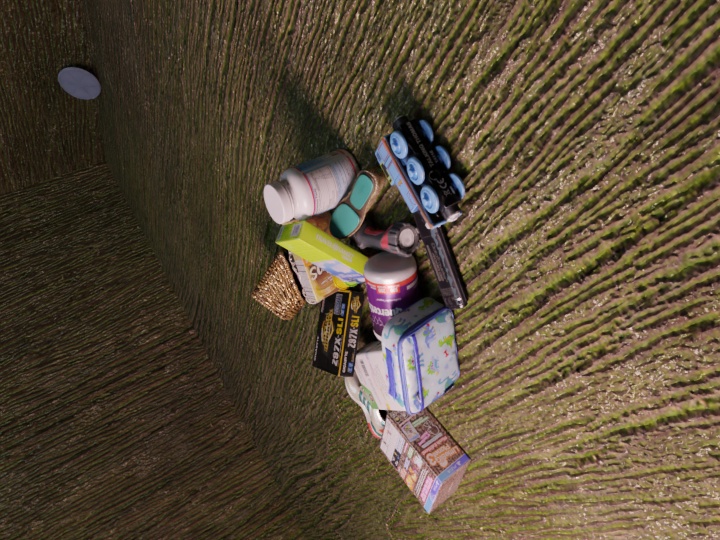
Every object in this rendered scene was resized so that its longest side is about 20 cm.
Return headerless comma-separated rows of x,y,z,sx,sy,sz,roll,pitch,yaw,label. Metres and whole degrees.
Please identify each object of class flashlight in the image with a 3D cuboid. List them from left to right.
0.045,-0.075,1.199,0.198,0.066,0.071,21,122,59,flashlight

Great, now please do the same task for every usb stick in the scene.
0.150,-0.026,1.084,0.055,0.032,0.206,-11,101,53,usb stick

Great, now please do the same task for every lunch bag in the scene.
0.119,0.173,1.157,0.082,0.158,0.206,26,133,47,lunch bag

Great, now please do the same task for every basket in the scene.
-0.200,0.032,1.611,0.141,0.151,0.200,35,-176,-8,basket

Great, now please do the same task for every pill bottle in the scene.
-0.100,-0.173,1.222,0.108,0.196,0.112,38,142,38,pill bottle
0.072,0.070,1.207,0.111,0.110,0.206,24,132,49,pill bottle

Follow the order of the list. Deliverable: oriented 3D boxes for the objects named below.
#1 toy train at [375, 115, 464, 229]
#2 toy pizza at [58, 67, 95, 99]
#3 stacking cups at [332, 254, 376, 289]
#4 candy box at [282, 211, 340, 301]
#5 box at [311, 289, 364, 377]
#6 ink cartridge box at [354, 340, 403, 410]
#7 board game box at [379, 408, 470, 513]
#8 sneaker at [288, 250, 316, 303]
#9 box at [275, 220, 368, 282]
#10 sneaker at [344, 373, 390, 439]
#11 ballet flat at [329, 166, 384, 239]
0.104,-0.164,1.003,0.204,0.085,0.114,61,158,10,toy train
-1.388,-0.930,2.877,0.202,0.193,0.033,119,153,-56,toy pizza
0.000,0.000,1.328,0.199,0.059,0.062,-21,95,62,stacking cups
-0.103,-0.042,1.416,0.055,0.113,0.206,1,113,59,candy box
-0.058,0.152,1.459,0.158,0.048,0.208,2,83,60,box
0.071,0.244,1.372,0.199,0.082,0.149,-23,92,62,ink cartridge box
0.146,0.433,1.378,0.200,0.095,0.162,47,147,30,board game box
-0.156,-0.008,1.580,0.083,0.078,0.207,31,136,61,sneaker
-0.074,-0.038,1.258,0.197,0.049,0.121,30,163,-29,box
0.034,0.340,1.545,0.093,0.069,0.203,-44,71,42,sneaker
-0.002,-0.139,1.208,0.071,0.065,0.200,48,138,5,ballet flat
